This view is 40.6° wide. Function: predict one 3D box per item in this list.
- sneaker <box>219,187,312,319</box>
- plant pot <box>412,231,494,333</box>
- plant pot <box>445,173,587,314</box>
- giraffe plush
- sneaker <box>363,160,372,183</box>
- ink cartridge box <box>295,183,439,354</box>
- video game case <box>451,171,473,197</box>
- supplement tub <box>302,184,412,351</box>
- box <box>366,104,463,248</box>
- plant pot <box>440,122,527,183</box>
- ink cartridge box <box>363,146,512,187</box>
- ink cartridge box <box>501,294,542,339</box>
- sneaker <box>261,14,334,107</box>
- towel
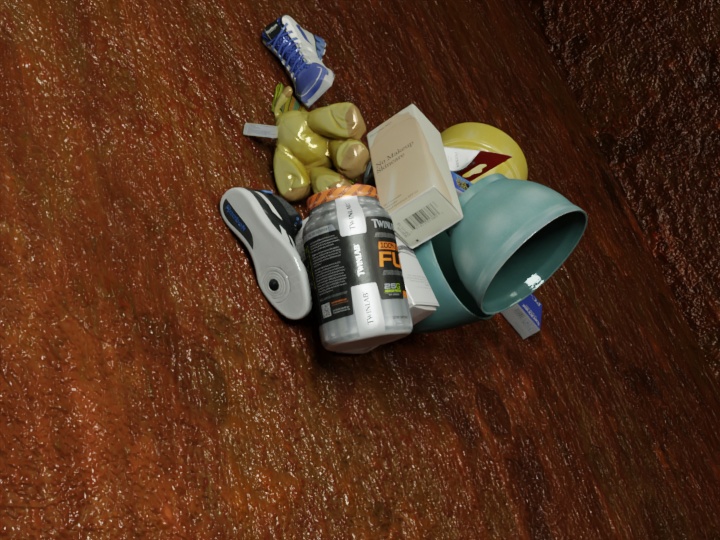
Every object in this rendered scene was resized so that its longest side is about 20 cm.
[{"bbox_3d":[-0.101,-0.031,1.330,0.200,0.073,0.112,60,28,9],"label":"sneaker"},{"bbox_3d":[0.095,0.007,1.503,0.201,0.161,0.201,36,41,-40],"label":"plant pot"},{"bbox_3d":[0.205,-0.054,1.398,0.134,0.200,0.200,48,22,24],"label":"plant pot"},{"bbox_3d":[-0.061,-0.183,1.518,0.200,0.173,0.162,27,7,20],"label":"giraffe plush"},{"bbox_3d":[0.070,-0.134,1.715,0.121,0.084,0.200,24,33,-55],"label":"sneaker"},{"bbox_3d":[0.000,0.000,1.383,0.085,0.146,0.200,6,55,-61],"label":"ink cartridge box"},{"bbox_3d":[0.099,-0.089,1.579,0.200,0.181,0.046,21,42,-51],"label":"video game case"},{"bbox_3d":[-0.008,-0.003,1.269,0.122,0.122,0.200,5,71,-58],"label":"supplement tub"},{"bbox_3d":[0.075,-0.139,1.406,0.078,0.095,0.200,42,25,-37],"label":"box"},{"bbox_3d":[0.202,-0.149,1.860,0.201,0.201,0.189,47,44,-19],"label":"plant pot"},{"bbox_3d":[0.129,-0.152,1.616,0.200,0.162,0.050,5,72,-29],"label":"ink cartridge box"},{"bbox_3d":[0.285,0.034,1.938,0.200,0.044,0.094,48,29,-17],"label":"ink cartridge box"},{"bbox_3d":[-0.118,-0.373,1.689,0.115,0.081,0.200,33,28,-32],"label":"sneaker"},{"bbox_3d":[-0.074,-0.234,1.662,0.200,0.018,0.086,42,31,-28],"label":"towel"}]
